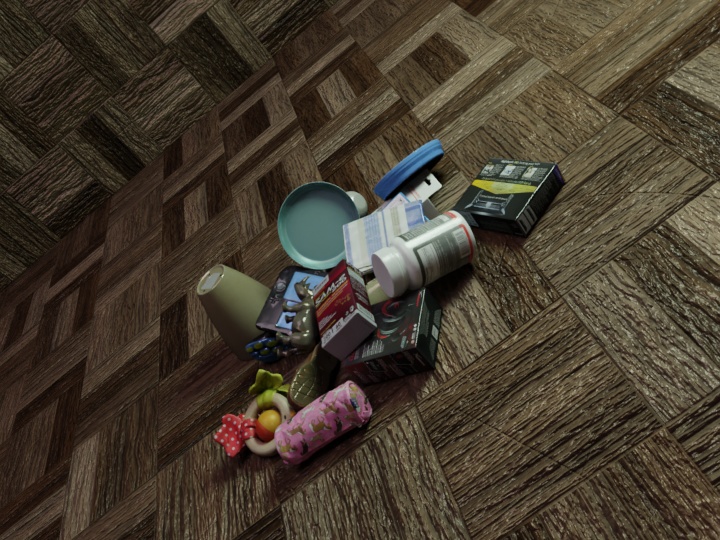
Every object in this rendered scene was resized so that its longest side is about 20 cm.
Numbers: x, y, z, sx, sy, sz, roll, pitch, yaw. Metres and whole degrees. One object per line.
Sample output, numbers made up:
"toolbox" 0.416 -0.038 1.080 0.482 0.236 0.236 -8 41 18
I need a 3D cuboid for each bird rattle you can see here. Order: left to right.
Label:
"bird rattle" -0.210 0.317 1.557 0.162 0.113 0.201 32 80 40

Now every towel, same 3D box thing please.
"towel" 0.056 -0.069 1.639 0.196 0.024 0.149 -18 56 13

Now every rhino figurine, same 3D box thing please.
"rhino figurine" -0.128 0.098 1.637 0.085 0.060 0.203 2 56 11

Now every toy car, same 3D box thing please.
"toy car" -0.080 -0.109 1.828 0.174 0.197 0.153 -36 52 43

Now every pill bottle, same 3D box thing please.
"pill bottle" 0.127 -0.031 1.508 0.197 0.116 0.114 -26 29 -16

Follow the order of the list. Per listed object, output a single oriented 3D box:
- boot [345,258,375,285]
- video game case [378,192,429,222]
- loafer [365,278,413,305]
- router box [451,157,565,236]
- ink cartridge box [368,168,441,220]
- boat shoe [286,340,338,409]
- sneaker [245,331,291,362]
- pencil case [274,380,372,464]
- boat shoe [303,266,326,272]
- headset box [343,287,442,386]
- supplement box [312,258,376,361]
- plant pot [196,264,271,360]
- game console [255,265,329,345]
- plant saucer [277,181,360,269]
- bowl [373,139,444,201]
"boot" 0.000 0.000 1.722 0.107 0.075 0.201 -41 27 18
"video game case" 0.099 -0.065 1.647 0.143 0.018 0.200 -43 57 1
"loafer" 0.034 0.060 1.588 0.199 0.068 0.077 -39 68 21
"router box" 0.311 -0.160 1.570 0.158 0.052 0.199 -51 33 -14
"ink cartridge box" 0.113 -0.135 1.746 0.199 0.068 0.117 -39 33 7
"boat shoe" -0.105 0.227 1.546 0.068 0.072 0.201 -45 7 32
"sneaker" -0.181 0.146 1.749 0.197 0.071 0.083 -32 32 5
"pencil case" -0.075 0.299 1.439 0.198 0.083 0.087 -34 17 14
"boat shoe" -0.113 -0.017 1.886 0.060 0.074 0.201 5 30 -7
"headset box" 0.058 0.137 1.483 0.197 0.075 0.151 -19 40 34
"supplement box" -0.037 0.077 1.526 0.109 0.061 0.201 -45 29 17
"plant pot" -0.305 0.085 1.828 0.185 0.200 0.189 -27 35 21
"game console" -0.126 0.078 1.700 0.196 0.031 0.179 11 58 25
"plant saucer" -0.096 -0.105 1.737 0.199 0.201 0.027 -38 3 7
"bowl" 0.120 -0.239 1.793 0.199 0.040 0.201 -37 -3 -2
